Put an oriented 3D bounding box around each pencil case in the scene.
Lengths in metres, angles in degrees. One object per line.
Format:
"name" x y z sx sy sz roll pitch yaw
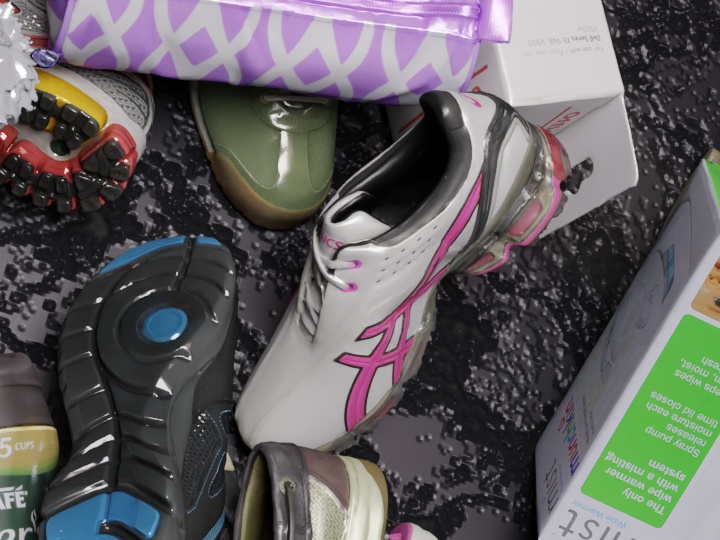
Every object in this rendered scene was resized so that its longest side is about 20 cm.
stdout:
"pencil case" -0.041 -0.120 0.885 0.199 0.085 0.084 5 81 -15

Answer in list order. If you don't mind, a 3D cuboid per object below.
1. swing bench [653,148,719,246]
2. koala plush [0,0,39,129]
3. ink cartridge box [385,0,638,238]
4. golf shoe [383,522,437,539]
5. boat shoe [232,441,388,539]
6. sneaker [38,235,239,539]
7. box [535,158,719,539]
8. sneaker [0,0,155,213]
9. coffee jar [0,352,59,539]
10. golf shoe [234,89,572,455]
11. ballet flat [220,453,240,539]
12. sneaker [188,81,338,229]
"swing bench" 0.278 -0.011 1.018 0.199 0.200 0.130 37 22 -9
"koala plush" -0.243 -0.092 0.819 0.200 0.177 0.184 35 31 -25
"ink cartridge box" 0.059 -0.118 0.983 0.067 0.117 0.201 -7 77 -27
"golf shoe" 0.037 0.208 0.847 0.091 0.075 0.201 13 72 -19
"boat shoe" -0.042 0.168 0.840 0.066 0.072 0.201 21 69 -20
"sneaker" -0.091 0.071 0.868 0.073 0.082 0.200 -2 48 14
"box" 0.206 0.076 0.941 0.200 0.097 0.177 26 112 -7
"sneaker" -0.185 -0.102 0.921 0.200 0.078 0.082 31 40 -6
"coffee jar" -0.166 0.136 0.843 0.104 0.085 0.201 -9 78 -24
"golf shoe" 0.000 0.000 0.907 0.092 0.073 0.200 26 108 -44
"ballet flat" -0.072 0.159 0.888 0.066 0.057 0.201 3 74 -20
"sneaker" -0.040 -0.127 0.964 0.067 0.090 0.201 -1 76 -22
